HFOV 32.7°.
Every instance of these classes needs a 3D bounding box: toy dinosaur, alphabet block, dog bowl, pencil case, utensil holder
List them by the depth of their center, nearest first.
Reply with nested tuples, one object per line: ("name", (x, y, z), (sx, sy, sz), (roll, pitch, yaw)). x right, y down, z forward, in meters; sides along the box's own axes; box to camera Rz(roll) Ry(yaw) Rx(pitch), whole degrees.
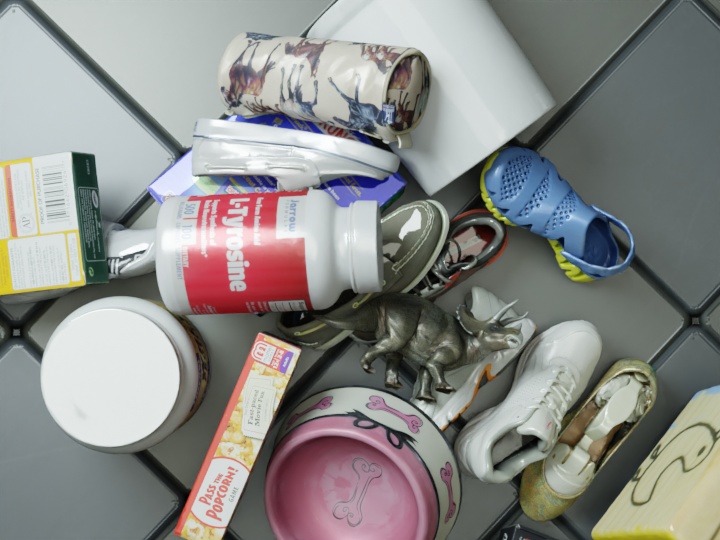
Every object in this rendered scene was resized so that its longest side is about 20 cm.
("pencil case", (-0.037, -0.169, 1.134), (0.200, 0.078, 0.089), (12, 94, 28))
("alphabet block", (0.378, 0.238, 1.168), (0.196, 0.195, 0.200), (41, 72, 2))
("toy dinosaur", (0.053, 0.064, 1.187), (0.200, 0.077, 0.102), (15, 68, 0))
("dog bowl", (-0.006, 0.217, 1.192), (0.200, 0.074, 0.200), (5, 107, 17))
("utensil holder", (0.072, -0.197, 1.208), (0.170, 0.170, 0.200), (-36, 92, -3))

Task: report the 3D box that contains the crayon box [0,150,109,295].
("crayon box", (-0.346, -0.039, 1.178), (0.200, 0.052, 0.126), (-6, 90, 16))

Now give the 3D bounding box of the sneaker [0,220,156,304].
("sneaker", (-0.278, -0.041, 1.220), (0.200, 0.075, 0.115), (-15, 88, 12))

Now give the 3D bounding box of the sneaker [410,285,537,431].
("sneaker", (0.082, 0.101, 1.247), (0.092, 0.076, 0.200), (44, 79, 8))

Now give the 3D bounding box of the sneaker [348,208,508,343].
("sneaker", (0.063, -0.001, 1.239), (0.200, 0.082, 0.077), (-38, 89, -3))

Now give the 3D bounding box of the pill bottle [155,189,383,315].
("pill bottle", (-0.081, -0.018, 1.137), (0.200, 0.112, 0.112), (-3, 88, 5))

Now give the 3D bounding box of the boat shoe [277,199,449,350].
("boat shoe", (0.002, 0.002, 1.207), (0.202, 0.060, 0.072), (-43, 59, 15))

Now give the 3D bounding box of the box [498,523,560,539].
("box", (0.191, 0.372, 1.207), (0.161, 0.049, 0.200), (24, 66, -9))

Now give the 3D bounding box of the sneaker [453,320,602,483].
("sneaker", (0.182, 0.139, 1.225), (0.078, 0.099, 0.200), (37, 90, -15))

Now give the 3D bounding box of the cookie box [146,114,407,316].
("cookie box", (-0.082, -0.081, 1.240), (0.200, 0.075, 0.171), (-40, 89, -3))

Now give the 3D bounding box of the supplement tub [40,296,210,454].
("supplement tub", (-0.221, 0.097, 1.165), (0.144, 0.200, 0.144), (0, 88, -2))

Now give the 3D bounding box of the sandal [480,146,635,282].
("sandal", (0.202, -0.055, 1.209), (0.200, 0.087, 0.080), (34, 82, -27))

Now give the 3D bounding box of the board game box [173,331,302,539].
("board game box", (-0.114, 0.159, 1.192), (0.046, 0.152, 0.200), (23, 86, -1))

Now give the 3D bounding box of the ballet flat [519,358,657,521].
("ballet flat", (0.232, 0.172, 1.246), (0.071, 0.071, 0.200), (39, 87, 0))

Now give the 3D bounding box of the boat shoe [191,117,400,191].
("boat shoe", (-0.063, -0.100, 1.175), (0.200, 0.074, 0.065), (9, 92, 7))
